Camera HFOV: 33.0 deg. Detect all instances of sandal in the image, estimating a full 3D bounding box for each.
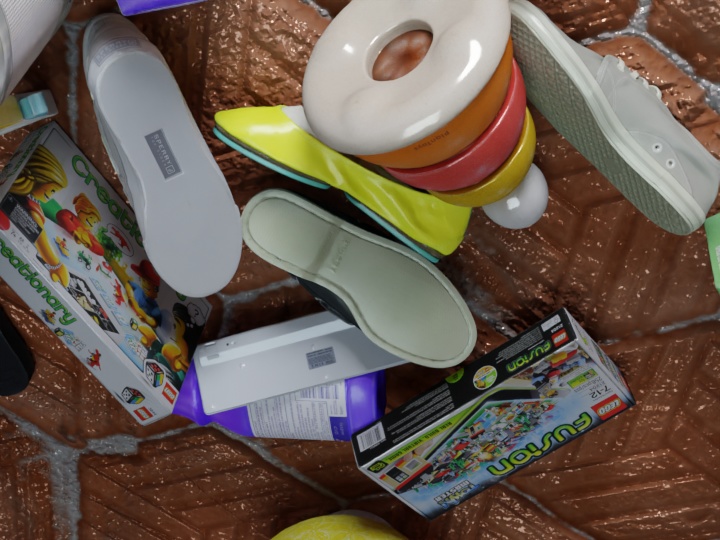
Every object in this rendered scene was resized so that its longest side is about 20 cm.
[{"bbox_3d":[-0.338,0.031,1.002,0.076,0.043,0.201,-19,122,22],"label":"sandal"}]

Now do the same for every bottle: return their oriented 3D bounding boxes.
[{"bbox_3d":[-0.080,0.095,0.990,0.198,0.065,0.084,1,125,10],"label":"bottle"}]

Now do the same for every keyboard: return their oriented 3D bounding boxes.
[{"bbox_3d":[-0.032,0.061,0.944,0.199,0.011,0.057,-15,82,6],"label":"keyboard"}]

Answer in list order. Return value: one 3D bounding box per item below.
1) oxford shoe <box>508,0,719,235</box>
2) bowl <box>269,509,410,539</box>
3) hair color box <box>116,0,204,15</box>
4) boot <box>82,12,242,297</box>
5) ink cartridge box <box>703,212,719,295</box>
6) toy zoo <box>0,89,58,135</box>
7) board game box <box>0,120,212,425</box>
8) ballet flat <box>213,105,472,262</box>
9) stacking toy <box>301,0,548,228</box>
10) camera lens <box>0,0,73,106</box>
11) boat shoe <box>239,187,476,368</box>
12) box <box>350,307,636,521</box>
[{"bbox_3d":[0.166,-0.108,0.803,0.200,0.075,0.058,43,81,-12],"label":"oxford shoe"},{"bbox_3d":[-0.010,0.283,1.094,0.199,0.108,0.201,5,127,6],"label":"bowl"},{"bbox_3d":[-0.132,-0.264,0.699,0.064,0.110,0.201,-6,125,16],"label":"hair color box"},{"bbox_3d":[-0.139,-0.084,0.853,0.073,0.096,0.201,-19,124,-8],"label":"boot"},{"bbox_3d":[0.359,-0.001,0.828,0.199,0.084,0.145,-25,119,25],"label":"ink cartridge box"},{"bbox_3d":[-0.303,-0.089,0.851,0.199,0.131,0.021,-17,99,22],"label":"toy zoo"},{"bbox_3d":[-0.195,0.002,0.902,0.034,0.127,0.200,-23,120,25],"label":"board game box"},{"bbox_3d":[-0.005,-0.079,0.856,0.199,0.067,0.067,29,105,-16],"label":"ballet flat"},{"bbox_3d":[0.066,-0.089,0.807,0.145,0.147,0.200,-20,138,23],"label":"stacking toy"},{"bbox_3d":[-0.264,-0.175,0.732,0.159,0.201,0.161,5,128,6],"label":"camera lens"},{"bbox_3d":[-0.002,0.002,0.908,0.198,0.066,0.075,28,98,-10],"label":"boat shoe"},{"bbox_3d":[0.104,0.117,0.952,0.199,0.035,0.110,-33,133,17],"label":"box"}]
